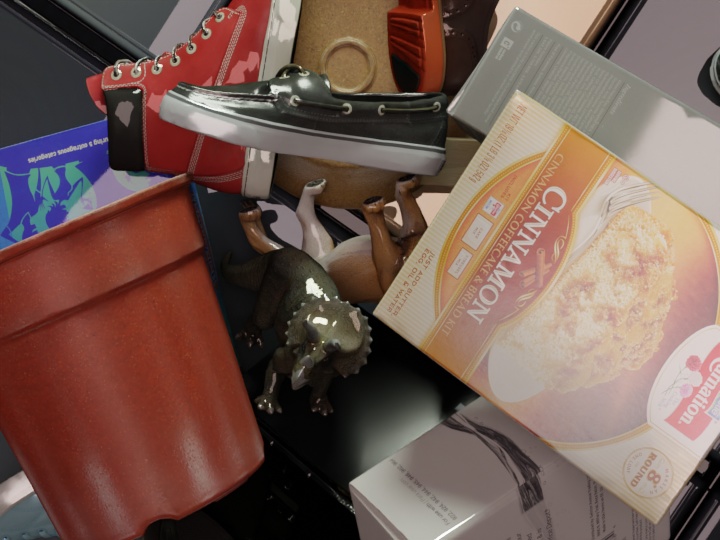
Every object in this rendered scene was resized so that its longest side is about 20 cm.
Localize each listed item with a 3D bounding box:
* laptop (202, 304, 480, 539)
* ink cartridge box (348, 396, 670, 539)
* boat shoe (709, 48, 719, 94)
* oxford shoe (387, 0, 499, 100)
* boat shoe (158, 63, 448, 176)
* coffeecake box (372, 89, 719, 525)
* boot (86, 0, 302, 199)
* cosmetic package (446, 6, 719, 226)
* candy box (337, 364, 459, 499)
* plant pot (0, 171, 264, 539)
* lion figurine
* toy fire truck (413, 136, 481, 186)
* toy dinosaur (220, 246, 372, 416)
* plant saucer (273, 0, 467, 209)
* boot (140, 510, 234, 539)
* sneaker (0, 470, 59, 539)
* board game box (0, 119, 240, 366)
[{"bbox_3d":[-0.019,0.151,0.968,0.177,0.103,0.202,34,115,36],"label":"laptop"},{"bbox_3d":[0.101,0.156,0.873,0.198,0.084,0.147,-29,131,-22],"label":"ink cartridge box"},{"bbox_3d":[0.343,-0.180,0.958,0.199,0.071,0.073,-34,88,3],"label":"boat shoe"},{"bbox_3d":[0.060,-0.221,0.934,0.072,0.071,0.203,-10,115,-25],"label":"oxford shoe"},{"bbox_3d":[-0.034,-0.106,0.900,0.197,0.069,0.057,8,100,-18],"label":"boat shoe"},{"bbox_3d":[0.133,0.019,0.777,0.199,0.073,0.155,36,99,13],"label":"coffeecake box"},{"bbox_3d":[-0.115,-0.162,0.949,0.142,0.072,0.203,11,95,-2],"label":"boot"},{"bbox_3d":[0.165,-0.075,0.860,0.199,0.107,0.091,36,95,15],"label":"cosmetic package"},{"bbox_3d":[0.053,0.163,0.989,0.115,0.055,0.201,39,92,5],"label":"candy box"},{"bbox_3d":[-0.164,0.064,0.896,0.198,0.201,0.198,-23,96,4],"label":"plant pot"},{"bbox_3d":[0.000,0.000,0.974,0.198,0.072,0.124,4,120,41],"label":"lion figurine"},{"bbox_3d":[0.139,-0.022,0.962,0.197,0.128,0.179,13,86,23],"label":"toy fire truck"},{"bbox_3d":[-0.041,0.032,0.929,0.076,0.201,0.103,13,119,-25],"label":"toy dinosaur"},{"bbox_3d":[-0.009,-0.148,1.000,0.197,0.035,0.204,0,91,4],"label":"plant saucer"},{"bbox_3d":[-0.113,0.279,0.963,0.201,0.073,0.151,52,135,14],"label":"boot"},{"bbox_3d":[-0.214,0.176,0.998,0.198,0.074,0.083,-31,84,4],"label":"sneaker"},{"bbox_3d":[-0.186,-0.006,1.008,0.150,0.045,0.203,-15,90,4],"label":"board game box"}]
